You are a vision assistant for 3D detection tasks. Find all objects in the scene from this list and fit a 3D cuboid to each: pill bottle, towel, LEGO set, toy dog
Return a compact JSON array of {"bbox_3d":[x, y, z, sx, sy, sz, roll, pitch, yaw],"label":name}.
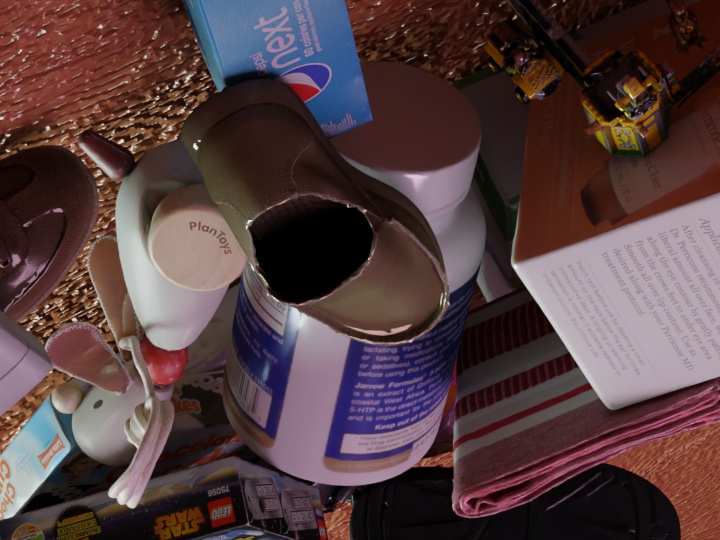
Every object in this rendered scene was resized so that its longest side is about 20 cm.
[{"bbox_3d":[0.000,0.000,1.468,0.119,0.120,0.201,-13,136,-28],"label":"pill bottle"},{"bbox_3d":[0.114,0.047,1.453,0.143,0.200,0.023,-23,112,13],"label":"towel"},{"bbox_3d":[0.137,-0.160,1.291,0.199,0.154,0.116,-32,155,1],"label":"LEGO set"},{"bbox_3d":[-0.115,0.004,1.407,0.132,0.096,0.201,-93,-153,-77],"label":"toy dog"}]

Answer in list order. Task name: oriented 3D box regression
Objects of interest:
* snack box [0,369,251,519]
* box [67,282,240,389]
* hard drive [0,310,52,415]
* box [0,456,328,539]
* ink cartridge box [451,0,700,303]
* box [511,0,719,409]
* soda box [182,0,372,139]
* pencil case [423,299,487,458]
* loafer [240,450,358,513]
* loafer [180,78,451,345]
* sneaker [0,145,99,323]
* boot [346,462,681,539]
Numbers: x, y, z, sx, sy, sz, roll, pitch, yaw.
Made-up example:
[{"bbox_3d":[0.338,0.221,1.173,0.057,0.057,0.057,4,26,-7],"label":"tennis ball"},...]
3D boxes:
[{"bbox_3d":[-0.111,0.102,1.583,0.199,0.037,0.116,-6,149,-41],"label":"snack box"},{"bbox_3d":[-0.066,0.034,1.591,0.199,0.039,0.041,-30,155,6],"label":"box"},{"bbox_3d":[-0.244,0.033,1.258,0.132,0.027,0.200,-39,137,8],"label":"hard drive"},{"bbox_3d":[-0.130,0.147,1.501,0.199,0.040,0.137,-16,166,14],"label":"box"},{"bbox_3d":[0.131,-0.050,1.572,0.145,0.088,0.200,-23,154,-6],"label":"ink cartridge box"},{"bbox_3d":[0.185,-0.047,1.357,0.199,0.153,0.107,-20,126,23],"label":"box"},{"bbox_3d":[-0.045,-0.124,1.266,0.064,0.068,0.200,-23,155,-4],"label":"soda box"},{"bbox_3d":[0.089,0.055,1.743,0.199,0.088,0.088,-17,154,-24],"label":"pencil case"},{"bbox_3d":[-0.053,0.137,1.589,0.199,0.063,0.072,-30,158,4],"label":"loafer"},{"bbox_3d":[-0.018,-0.011,1.316,0.076,0.068,0.200,-28,142,17],"label":"loafer"},{"bbox_3d":[-0.205,0.014,1.326,0.200,0.071,0.076,-37,-178,-2],"label":"sneaker"},{"bbox_3d":[0.080,0.144,1.652,0.197,0.074,0.162,-1,177,2],"label":"boot"}]
